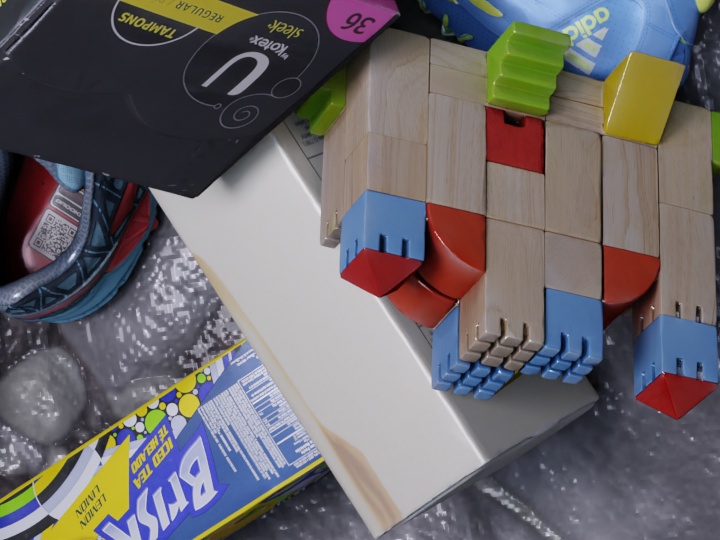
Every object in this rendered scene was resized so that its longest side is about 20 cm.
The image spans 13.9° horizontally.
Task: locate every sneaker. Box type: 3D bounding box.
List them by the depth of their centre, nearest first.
[{"bbox_3d":[0.051,-0.115,1.221,0.200,0.076,0.105,7,97,17],"label":"sneaker"},{"bbox_3d":[-0.112,-0.064,1.269,0.079,0.096,0.200,24,101,15],"label":"sneaker"}]

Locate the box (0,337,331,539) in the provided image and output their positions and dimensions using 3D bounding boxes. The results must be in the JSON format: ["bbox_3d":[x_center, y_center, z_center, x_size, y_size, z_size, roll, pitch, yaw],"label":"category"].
[{"bbox_3d":[-0.090,0.097,1.287,0.200,0.070,0.064,-33,82,18],"label":"box"}]

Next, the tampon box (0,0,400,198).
[{"bbox_3d":[-0.105,-0.153,1.135,0.126,0.150,0.200,-40,58,28],"label":"tampon box"}]

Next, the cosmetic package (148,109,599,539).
[{"bbox_3d":[0.000,0.000,1.227,0.071,0.105,0.200,-37,80,34],"label":"cosmetic package"}]

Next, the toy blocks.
[{"bbox_3d":[0.062,-0.011,1.165,0.200,0.100,0.137,13,60,-19],"label":"toy blocks"}]
